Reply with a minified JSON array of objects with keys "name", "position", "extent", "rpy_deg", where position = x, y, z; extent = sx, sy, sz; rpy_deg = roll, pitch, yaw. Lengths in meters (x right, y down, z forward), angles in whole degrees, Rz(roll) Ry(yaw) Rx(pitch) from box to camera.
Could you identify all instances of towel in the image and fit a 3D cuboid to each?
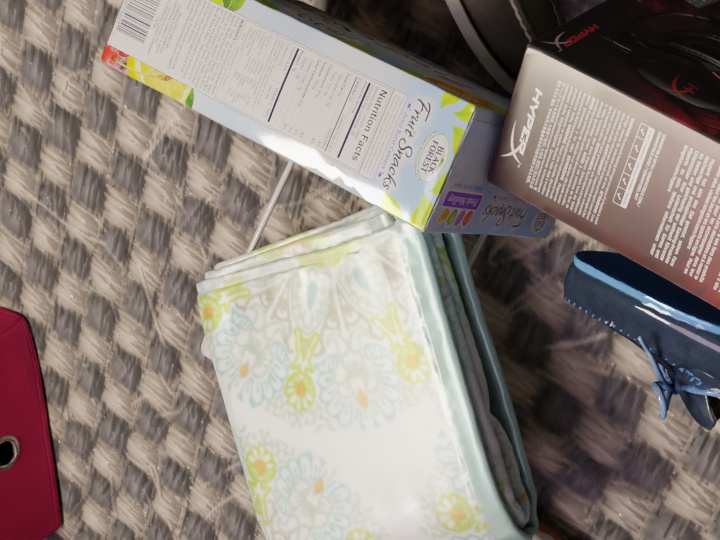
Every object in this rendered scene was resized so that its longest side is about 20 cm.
[{"name":"towel","position":[0.000,0.070,0.884],"extent":[0.170,0.048,0.202],"rpy_deg":[-17,87,34]}]

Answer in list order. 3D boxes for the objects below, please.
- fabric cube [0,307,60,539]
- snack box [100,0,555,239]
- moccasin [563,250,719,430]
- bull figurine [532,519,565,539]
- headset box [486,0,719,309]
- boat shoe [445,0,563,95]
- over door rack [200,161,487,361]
[{"name":"fabric cube","position":[-0.379,0.141,1.202],"extent":[0.198,0.199,0.198],"rpy_deg":[12,117,33]},{"name":"snack box","position":[-0.003,-0.086,0.793],"extent":[0.199,0.168,0.068],"rpy_deg":[27,101,25]},{"name":"moccasin","position":[0.188,0.055,0.800],"extent":[0.199,0.080,0.069],"rpy_deg":[29,115,25]},{"name":"bull figurine","position":[0.085,0.170,0.937],"extent":[0.199,0.065,0.122],"rpy_deg":[36,165,9]},{"name":"headset box","position":[0.182,-0.049,0.710],"extent":[0.199,0.148,0.076],"rpy_deg":[31,128,23]},{"name":"boat shoe","position":[0.064,-0.181,0.787],"extent":[0.060,0.072,0.203],"rpy_deg":[-19,108,27]},{"name":"over door rack","position":[0.000,0.000,0.939],"extent":[0.147,0.066,0.202],"rpy_deg":[31,114,21]}]
